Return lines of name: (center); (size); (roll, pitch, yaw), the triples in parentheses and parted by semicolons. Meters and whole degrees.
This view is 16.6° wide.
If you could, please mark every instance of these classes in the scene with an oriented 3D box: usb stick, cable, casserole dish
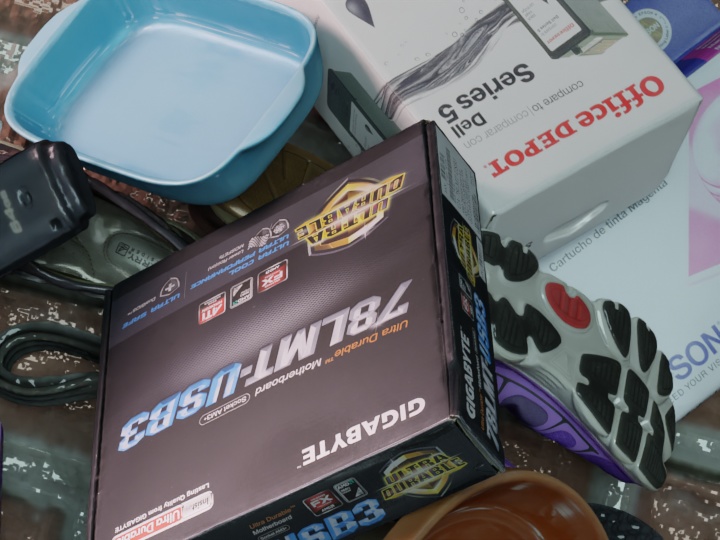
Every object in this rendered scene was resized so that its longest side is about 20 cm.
usb stick: (-0.224, -0.002, 1.252); (0.200, 0.033, 0.056); (-28, 70, 16)
cable: (-0.099, 0.051, 1.257); (0.199, 0.050, 0.097); (23, 69, 20)
casserole dish: (-0.098, -0.092, 1.274); (0.200, 0.039, 0.121); (20, 66, 41)

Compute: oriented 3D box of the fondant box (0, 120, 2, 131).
fondant box: (-0.274, 0.002, 1.220); (0.144, 0.058, 0.201); (4, 71, 31)

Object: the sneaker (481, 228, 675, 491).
sneaker: (0.086, 0.046, 1.250); (0.200, 0.083, 0.081); (38, 52, -29)

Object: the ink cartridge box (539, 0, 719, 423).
ink cartridge box: (0.167, -0.041, 1.344); (0.196, 0.043, 0.200); (-38, 87, -11)

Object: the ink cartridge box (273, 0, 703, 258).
ink cartridge box: (0.058, -0.110, 1.286); (0.145, 0.084, 0.200); (-29, 69, -24)

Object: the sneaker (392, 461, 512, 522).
sneaker: (0.040, 0.101, 1.254); (0.200, 0.083, 0.081); (28, 73, 24)

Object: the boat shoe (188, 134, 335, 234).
boat shoe: (0.000, 0.000, 1.303); (0.200, 0.072, 0.072); (26, 57, -12)

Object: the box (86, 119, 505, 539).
box: (-0.033, 0.047, 1.147); (0.200, 0.050, 0.199); (-26, 37, 21)

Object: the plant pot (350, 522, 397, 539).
plant pot: (-0.057, 0.196, 1.192); (0.199, 0.187, 0.188); (10, 75, 35)

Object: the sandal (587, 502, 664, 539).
sandal: (0.069, 0.185, 1.287); (0.200, 0.045, 0.075); (-28, 61, -2)

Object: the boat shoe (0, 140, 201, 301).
boat shoe: (-0.170, -0.029, 1.288); (0.199, 0.065, 0.072); (22, 79, -1)

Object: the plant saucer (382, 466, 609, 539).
plant saucer: (0.050, 0.188, 1.124); (0.200, 0.032, 0.201); (-12, 107, -46)

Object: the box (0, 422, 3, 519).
box: (-0.253, 0.176, 1.252); (0.136, 0.039, 0.201); (2, 79, -6)
